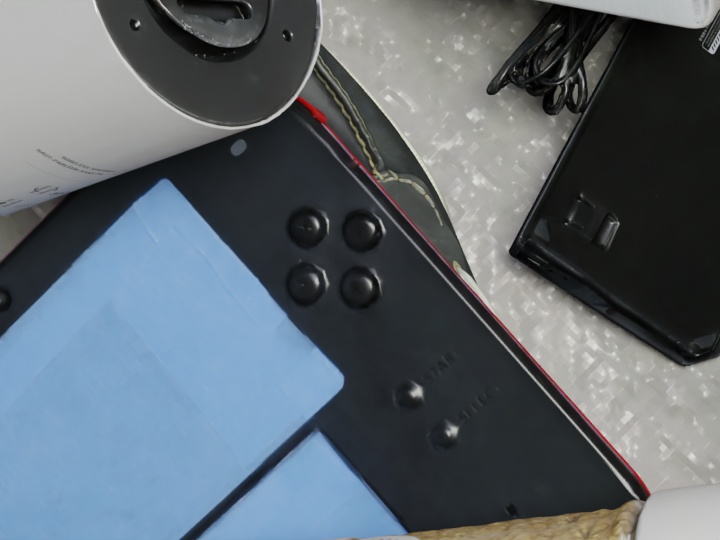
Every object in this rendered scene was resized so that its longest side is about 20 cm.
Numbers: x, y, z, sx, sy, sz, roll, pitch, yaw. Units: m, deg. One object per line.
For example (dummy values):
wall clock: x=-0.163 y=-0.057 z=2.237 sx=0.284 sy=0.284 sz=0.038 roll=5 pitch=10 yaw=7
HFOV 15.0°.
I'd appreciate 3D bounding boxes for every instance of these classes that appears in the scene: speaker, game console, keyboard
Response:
speaker: x=-0.104 y=-0.052 z=0.724 sx=0.081 sy=0.200 sz=0.081 roll=15 pitch=68 yaw=-42
game console: x=-0.043 y=0.067 z=0.742 sx=0.200 sy=0.031 sz=0.177 roll=-43 pitch=78 yaw=15
keyboard: x=0.104 y=-0.078 z=0.830 sx=0.104 sy=0.040 sz=0.200 roll=34 pitch=74 yaw=-17

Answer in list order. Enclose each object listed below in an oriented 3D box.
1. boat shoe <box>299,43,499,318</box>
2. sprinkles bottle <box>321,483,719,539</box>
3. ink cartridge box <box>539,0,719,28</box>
boat shoe: x=0.000 y=0.000 z=0.783 sx=0.072 sy=0.068 sz=0.200 roll=-27 pitch=76 yaw=-6
sprinkles bottle: x=0.008 y=0.098 z=0.679 sx=0.200 sy=0.068 sz=0.068 roll=-9 pitch=75 yaw=19
ink cartridge box: x=0.039 y=-0.157 z=0.812 sx=0.200 sy=0.057 sz=0.163 roll=11 pitch=54 yaw=28
